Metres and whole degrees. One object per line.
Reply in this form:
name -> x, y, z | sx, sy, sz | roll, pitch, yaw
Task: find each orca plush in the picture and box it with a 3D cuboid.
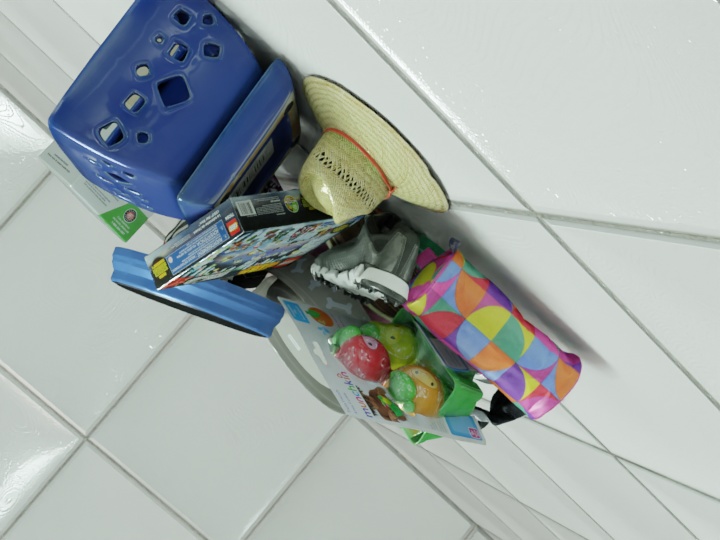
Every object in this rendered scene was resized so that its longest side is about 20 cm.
orca plush -> 0.173, 0.148, 1.807 | 0.200, 0.105, 0.072 | -7, -103, -59

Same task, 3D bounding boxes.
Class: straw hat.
straw hat -> -0.014, -0.092, 1.438 | 0.201, 0.085, 0.201 | 39, 170, 8

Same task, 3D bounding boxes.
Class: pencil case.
pencil case -> 0.133, 0.061, 1.521 | 0.200, 0.088, 0.088 | 43, 171, -11

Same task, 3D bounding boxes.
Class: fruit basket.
fruit basket -> 0.027, 0.097, 1.537 | 0.199, 0.094, 0.186 | 23, -156, -40

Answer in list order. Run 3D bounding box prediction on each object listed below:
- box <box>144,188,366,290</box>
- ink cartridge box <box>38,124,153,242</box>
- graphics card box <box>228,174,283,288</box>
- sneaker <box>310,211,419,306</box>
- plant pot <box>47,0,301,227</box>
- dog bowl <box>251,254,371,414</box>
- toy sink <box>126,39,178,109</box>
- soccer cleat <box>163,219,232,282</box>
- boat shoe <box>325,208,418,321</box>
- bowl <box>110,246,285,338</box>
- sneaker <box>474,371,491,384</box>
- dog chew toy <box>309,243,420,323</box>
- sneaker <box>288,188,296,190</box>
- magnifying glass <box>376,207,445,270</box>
box -> -0.100, -0.036, 1.493 | 0.199, 0.137, 0.040 | -12, -105, -51
ink cartridge box -> -0.283, -0.159, 1.876 | 0.083, 0.200, 0.147 | 37, 170, 36
graphics card box -> -0.145, -0.069, 1.794 | 0.051, 0.125, 0.201 | -57, 51, 40
sneaker -> 0.011, -0.016, 1.528 | 0.066, 0.091, 0.200 | 27, 172, -20
plant pot -> -0.172, -0.149, 1.497 | 0.179, 0.201, 0.200 | 34, 170, 7
dog bowl -> -0.048, 0.067, 1.699 | 0.200, 0.059, 0.201 | 45, 156, 26
toy sink -> -0.172, -0.159, 1.693 | 0.200, 0.112, 0.130 | 40, 172, 7
soccer cleat -> -0.172, -0.038, 1.646 | 0.068, 0.086, 0.200 | 22, 176, -19
boat shoe -> 0.011, -0.021, 1.618 | 0.203, 0.075, 0.075 | 48, 158, -14
bowl -> -0.182, 0.027, 1.634 | 0.199, 0.040, 0.201 | 19, 174, 2
sneaker -> 0.149, 0.093, 1.734 | 0.084, 0.075, 0.200 | 38, -179, -20
dog chew toy -> 0.000, 0.000, 1.732 | 0.200, 0.124, 0.124 | 49, 170, -10
sneaker -> -0.037, -0.037, 1.866 | 0.074, 0.088, 0.201 | 56, -173, -50
magnifying glass -> 0.042, -0.038, 1.663 | 0.200, 0.022, 0.080 | 40, 168, 21
